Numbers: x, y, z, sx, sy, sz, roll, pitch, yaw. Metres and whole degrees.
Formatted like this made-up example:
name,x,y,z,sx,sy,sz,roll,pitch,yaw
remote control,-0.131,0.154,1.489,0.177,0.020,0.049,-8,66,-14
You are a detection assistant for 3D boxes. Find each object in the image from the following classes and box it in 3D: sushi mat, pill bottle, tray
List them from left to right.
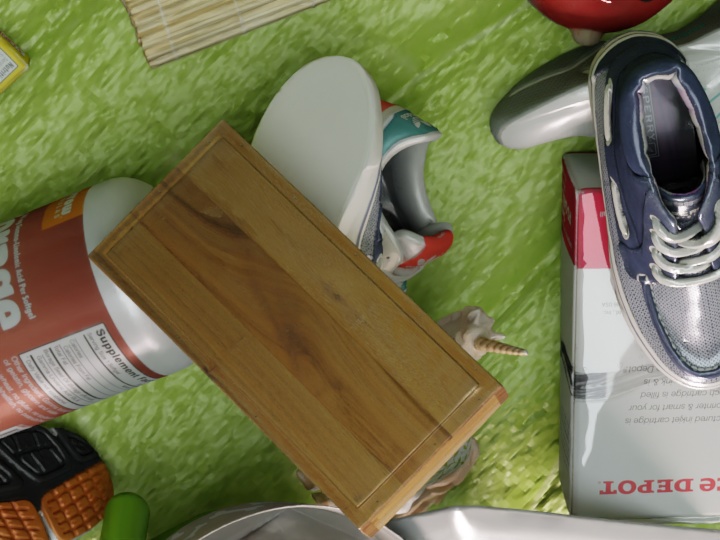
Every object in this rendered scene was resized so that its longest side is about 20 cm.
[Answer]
name,x,y,z,sx,sy,sz,roll,pitch,yaw
pill bottle,-0.154,0.016,1.237,0.200,0.112,0.112,-21,109,15
sushi mat,-0.043,-0.188,1.243,0.200,0.012,0.096,-21,107,3
tray,-0.032,0.027,1.128,0.099,0.037,0.200,-45,72,-3
tray,0.104,0.158,1.288,0.200,0.107,0.022,9,73,-32

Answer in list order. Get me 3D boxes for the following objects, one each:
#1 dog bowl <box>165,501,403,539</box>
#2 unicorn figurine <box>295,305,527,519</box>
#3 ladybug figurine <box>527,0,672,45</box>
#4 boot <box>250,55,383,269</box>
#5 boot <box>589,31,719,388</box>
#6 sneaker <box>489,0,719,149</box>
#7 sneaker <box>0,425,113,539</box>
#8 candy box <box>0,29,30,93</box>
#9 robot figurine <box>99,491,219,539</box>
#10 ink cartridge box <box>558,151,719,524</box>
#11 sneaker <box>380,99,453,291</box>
name,x,y,z,sx,sy,sz,roll,pitch,yaw
dog bowl,-0.050,0.217,1.234,0.200,0.059,0.200,-4,101,-22
unicorn figurine,0.024,0.083,1.276,0.137,0.200,0.074,-33,70,-3
ladybug figurine,0.138,-0.216,1.214,0.136,0.072,0.200,2,109,-5
boot,-0.019,-0.007,1.205,0.073,0.090,0.200,7,77,23
boot,0.163,-0.021,1.178,0.073,0.090,0.200,-18,105,3
sneaker,0.172,-0.095,1.259,0.200,0.070,0.080,-18,112,2
sneaker,-0.236,0.149,1.293,0.200,0.092,0.076,-18,78,-38
candy box,-0.289,-0.085,1.256,0.200,0.026,0.102,-41,109,10
robot figurine,-0.110,0.215,1.305,0.200,0.116,0.176,-27,135,-15
ink cartridge box,0.188,0.037,1.296,0.145,0.083,0.200,-1,108,-2
sneaker,0.000,-0.001,1.261,0.093,0.070,0.200,15,108,30
